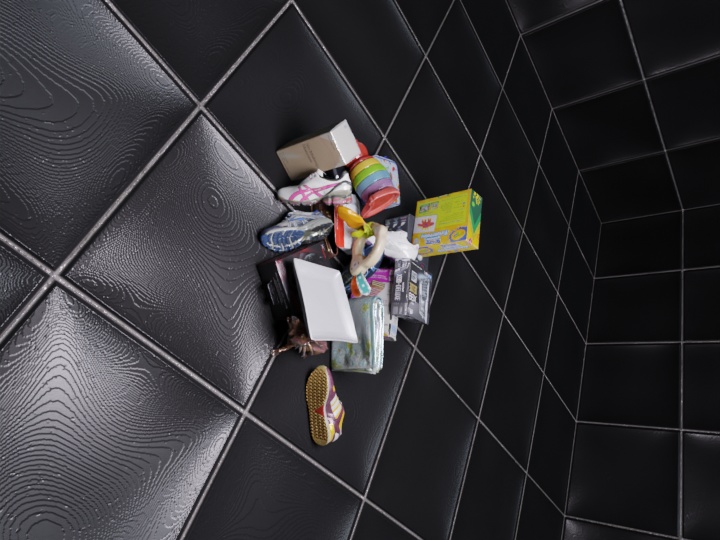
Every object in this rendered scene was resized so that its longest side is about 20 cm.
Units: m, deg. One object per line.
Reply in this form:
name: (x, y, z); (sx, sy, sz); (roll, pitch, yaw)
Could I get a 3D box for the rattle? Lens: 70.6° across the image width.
rattle: (-0.020, -0.044, 1.319); (0.143, 0.130, 0.201); (23, 92, -49)

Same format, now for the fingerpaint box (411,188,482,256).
fingerpaint box: (0.262, -0.140, 1.545); (0.073, 0.199, 0.168); (27, 64, -42)

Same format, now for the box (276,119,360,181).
box: (-0.109, -0.304, 1.302); (0.078, 0.199, 0.095); (-48, 119, -42)

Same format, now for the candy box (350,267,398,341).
candy box: (0.040, 0.095, 1.454); (0.061, 0.135, 0.202); (40, 53, -59)

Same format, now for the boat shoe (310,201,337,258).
boat shoe: (-0.090, -0.130, 1.397); (0.070, 0.070, 0.202); (2, 81, -45)

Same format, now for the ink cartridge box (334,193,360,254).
ink cartridge box: (-0.034, -0.138, 1.409); (0.200, 0.047, 0.161); (44, 45, -80)

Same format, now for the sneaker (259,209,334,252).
sneaker: (-0.172, -0.109, 1.302); (0.199, 0.077, 0.085); (-15, 53, -33)

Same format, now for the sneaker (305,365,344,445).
sneaker: (-0.087, 0.345, 1.327); (0.090, 0.074, 0.202); (-1, 91, -58)

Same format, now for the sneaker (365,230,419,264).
sneaker: (0.083, -0.088, 1.533); (0.199, 0.075, 0.100); (30, 79, 1)

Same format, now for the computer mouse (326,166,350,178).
computer mouse: (-0.056, -0.315, 1.488); (0.139, 0.052, 0.201); (51, 39, -34)

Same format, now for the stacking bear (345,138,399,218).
stacking bear: (0.014, -0.269, 1.416); (0.113, 0.122, 0.201); (-25, 77, -22)

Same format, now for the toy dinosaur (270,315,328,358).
toy dinosaur: (-0.126, 0.174, 1.251); (0.199, 0.135, 0.087); (22, 68, -46)

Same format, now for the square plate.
square plate: (-0.089, 0.080, 1.232); (0.200, 0.028, 0.199); (17, 52, -58)

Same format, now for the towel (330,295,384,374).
towel: (-0.013, 0.172, 1.359); (0.048, 0.170, 0.202); (13, 74, -45)

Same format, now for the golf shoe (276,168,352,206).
golf shoe: (-0.117, -0.210, 1.289); (0.073, 0.198, 0.093); (-54, 142, -72)

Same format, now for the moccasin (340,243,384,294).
moccasin: (0.000, 0.000, 1.418); (0.080, 0.068, 0.200); (37, 75, 9)

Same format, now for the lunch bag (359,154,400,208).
lunch bag: (0.058, -0.274, 1.562); (0.200, 0.075, 0.162); (-7, 90, -65)

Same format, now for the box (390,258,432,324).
box: (0.150, 0.064, 1.469); (0.200, 0.049, 0.159); (30, 63, -61)

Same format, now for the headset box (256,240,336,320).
headset box: (-0.160, 0.026, 1.283); (0.200, 0.077, 0.150); (-28, 105, -50)

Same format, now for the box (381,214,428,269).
box: (0.146, -0.062, 1.633); (0.122, 0.106, 0.202); (20, 69, -44)
